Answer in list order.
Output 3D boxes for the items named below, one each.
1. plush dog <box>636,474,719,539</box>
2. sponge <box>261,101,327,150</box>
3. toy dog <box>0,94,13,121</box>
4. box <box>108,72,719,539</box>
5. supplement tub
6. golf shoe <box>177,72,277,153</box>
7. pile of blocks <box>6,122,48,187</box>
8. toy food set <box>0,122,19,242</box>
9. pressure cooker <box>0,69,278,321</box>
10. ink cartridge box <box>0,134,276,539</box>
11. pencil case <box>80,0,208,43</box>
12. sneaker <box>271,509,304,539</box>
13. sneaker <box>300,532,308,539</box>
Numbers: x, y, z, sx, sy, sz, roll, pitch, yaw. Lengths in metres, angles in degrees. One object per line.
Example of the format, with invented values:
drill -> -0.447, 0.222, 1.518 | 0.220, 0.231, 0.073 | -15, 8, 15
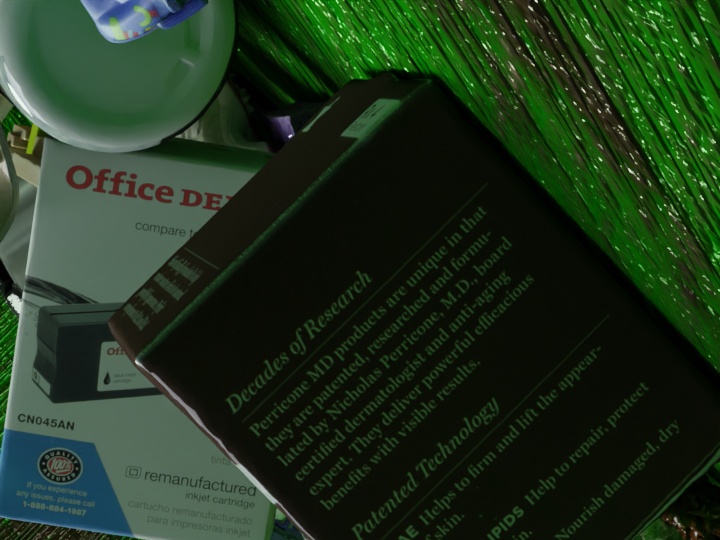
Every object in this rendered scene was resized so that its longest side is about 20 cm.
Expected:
plush dog -> 0.114, 0.134, 1.285 | 0.172, 0.200, 0.160 | 111, 150, -75
sponge -> 0.000, 0.000, 1.343 | 0.112, 0.030, 0.200 | -165, 53, -80
toy dog -> -0.249, -0.155, 1.396 | 0.194, 0.200, 0.140 | 59, 180, -12
box -> 0.022, 0.043, 1.029 | 0.200, 0.164, 0.166 | 46, 176, -10
supplement tub -> -0.142, -0.134, 1.231 | 0.123, 0.123, 0.200 | 46, 175, -21
golf shoe -> -0.091, -0.055, 1.366 | 0.200, 0.092, 0.075 | -120, 8, -59
pile of blocks -> -0.157, -0.085, 1.372 | 0.082, 0.062, 0.200 | 14, -173, -5
toy food set -> -0.261, -0.099, 1.203 | 0.143, 0.060, 0.200 | 0, 113, 39
pressure cooker -> -0.127, -0.047, 1.557 | 0.176, 0.200, 0.179 | 12, -132, -57
ink cartridge box -> -0.103, 0.033, 1.246 | 0.145, 0.200, 0.084 | 8, -173, -1
pencil case -> -0.127, -0.174, 0.950 | 0.200, 0.078, 0.087 | 46, -161, -36
sneaker -> -0.053, 0.114, 1.348 | 0.081, 0.146, 0.200 | 47, 171, 52
sneaker -> -0.002, 0.093, 1.260 | 0.084, 0.077, 0.200 | -94, 1, -59
